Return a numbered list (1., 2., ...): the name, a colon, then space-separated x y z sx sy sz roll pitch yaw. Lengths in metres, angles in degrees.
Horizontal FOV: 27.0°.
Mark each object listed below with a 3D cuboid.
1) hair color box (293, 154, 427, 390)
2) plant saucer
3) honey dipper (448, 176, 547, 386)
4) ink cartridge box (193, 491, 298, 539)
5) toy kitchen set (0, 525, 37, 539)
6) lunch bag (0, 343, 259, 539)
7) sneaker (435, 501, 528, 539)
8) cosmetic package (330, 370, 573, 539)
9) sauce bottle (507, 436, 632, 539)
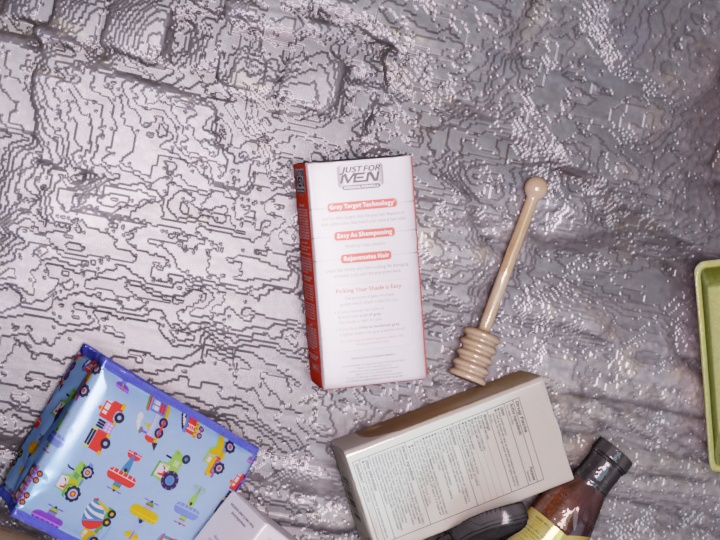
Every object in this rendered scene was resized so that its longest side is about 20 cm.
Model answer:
1. hair color box: 0.000 0.000 1.353 0.100 0.061 0.203 -5 95 -12
2. plant saucer: 0.413 0.080 1.457 0.197 0.048 0.203 -6 95 -12
3. honey dipper: 0.134 0.008 1.399 0.038 0.038 0.202 23 84 -13
4. ink cartridge box: -0.112 0.322 1.315 0.145 0.084 0.201 42 83 -29
5. toy kitchen set: -0.323 0.318 1.244 0.198 0.163 0.182 21 88 -12
6. lunch bag: -0.190 0.183 1.313 0.199 0.094 0.152 34 83 -21
7. sneaker: 0.089 0.290 1.350 0.060 0.199 0.105 0 63 -51
8. cosmetic package: 0.083 0.174 1.375 0.198 0.071 0.106 -18 96 -11
9. sauce bottle: 0.179 0.245 1.403 0.066 0.066 0.200 41 86 -11
